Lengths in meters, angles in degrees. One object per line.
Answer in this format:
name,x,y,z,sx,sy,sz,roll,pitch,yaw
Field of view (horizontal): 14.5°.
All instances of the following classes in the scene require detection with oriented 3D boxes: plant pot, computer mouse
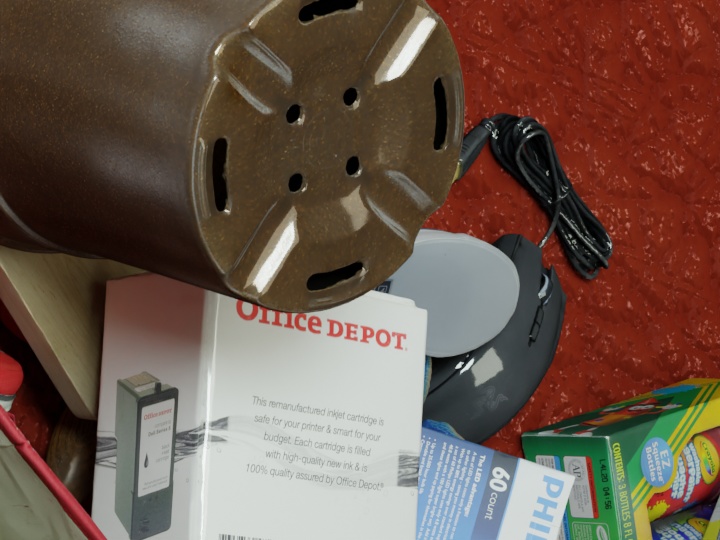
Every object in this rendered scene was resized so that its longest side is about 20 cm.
plant pot,-0.071,-0.080,1.253,0.200,0.198,0.201,-15,115,-37
computer mouse,0.080,0.003,1.630,0.200,0.046,0.141,-52,123,-32

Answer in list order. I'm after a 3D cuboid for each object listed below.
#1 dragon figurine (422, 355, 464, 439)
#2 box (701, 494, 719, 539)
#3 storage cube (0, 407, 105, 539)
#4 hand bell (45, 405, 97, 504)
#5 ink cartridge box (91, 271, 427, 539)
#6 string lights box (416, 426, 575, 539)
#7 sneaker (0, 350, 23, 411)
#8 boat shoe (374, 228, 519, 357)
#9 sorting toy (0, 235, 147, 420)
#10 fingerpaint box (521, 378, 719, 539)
dragon figurine,0.005,0.113,1.545,0.099,0.059,0.201,9,84,-44
box,0.262,0.163,1.700,0.117,0.048,0.200,42,59,-34
storage cube,-0.245,0.131,1.210,0.200,0.179,0.171,-53,123,-32
hand bell,-0.154,0.131,1.388,0.104,0.104,0.200,46,48,-33
ink cartridge box,-0.049,0.106,1.360,0.145,0.084,0.201,13,76,-43
string lights box,0.000,0.126,1.472,0.199,0.059,0.103,19,79,-10
sneaker,-0.217,-0.006,1.309,0.085,0.077,0.200,-52,125,-9
boat shoe,0.000,0.000,1.539,0.200,0.065,0.074,9,106,-42
sorting toy,-0.134,-0.064,1.407,0.199,0.069,0.200,-45,118,-33
fingerpaint box,0.190,0.178,1.712,0.167,0.073,0.201,-13,98,-44
